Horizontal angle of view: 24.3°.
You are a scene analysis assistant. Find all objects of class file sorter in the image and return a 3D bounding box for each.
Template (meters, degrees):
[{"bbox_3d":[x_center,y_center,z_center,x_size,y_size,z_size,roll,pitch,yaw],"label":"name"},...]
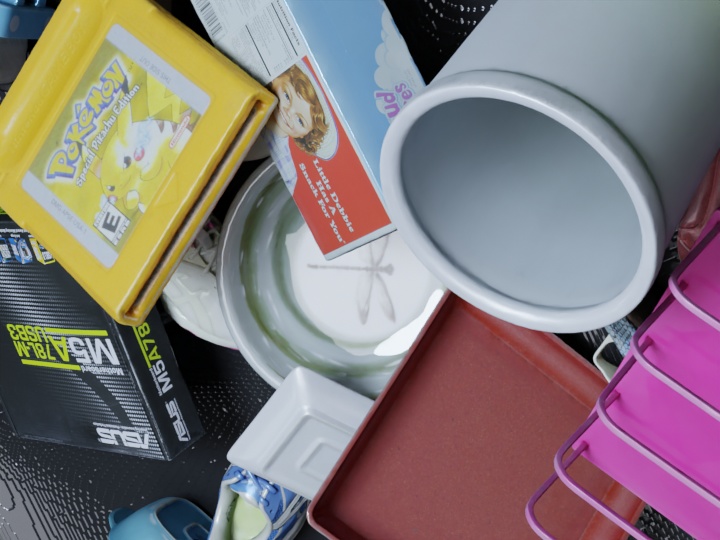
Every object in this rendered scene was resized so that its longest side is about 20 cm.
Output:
[{"bbox_3d":[0.205,0.095,0.992,0.139,0.125,0.201,35,123,15],"label":"file sorter"}]

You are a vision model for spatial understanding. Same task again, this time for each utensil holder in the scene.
[{"bbox_3d":[0.131,-0.093,0.981,0.169,0.200,0.171,21,139,20],"label":"utensil holder"}]

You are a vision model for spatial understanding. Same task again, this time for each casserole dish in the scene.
[{"bbox_3d":[-0.106,0.240,1.267,0.200,0.121,0.039,42,100,8],"label":"casserole dish"}]

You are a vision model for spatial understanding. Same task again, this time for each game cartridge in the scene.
[{"bbox_3d":[-0.165,-0.089,1.108,0.200,0.032,0.177,39,101,34],"label":"game cartridge"}]

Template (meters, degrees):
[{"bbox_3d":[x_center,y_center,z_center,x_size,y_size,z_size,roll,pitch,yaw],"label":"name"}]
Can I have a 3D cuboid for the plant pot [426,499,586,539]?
[{"bbox_3d":[0.091,0.259,1.167,0.202,0.200,0.093,66,158,-5],"label":"plant pot"}]

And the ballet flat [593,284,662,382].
[{"bbox_3d":[0.170,0.031,1.103,0.074,0.074,0.201,-33,88,29],"label":"ballet flat"}]

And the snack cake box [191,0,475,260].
[{"bbox_3d":[-0.020,-0.117,1.061,0.201,0.067,0.115,63,151,-2],"label":"snack cake box"}]

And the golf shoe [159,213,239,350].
[{"bbox_3d":[-0.122,-0.013,1.196,0.199,0.076,0.092,33,154,0],"label":"golf shoe"}]

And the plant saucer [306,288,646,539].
[{"bbox_3d":[0.086,0.136,1.106,0.200,0.200,0.037,38,163,-13],"label":"plant saucer"}]

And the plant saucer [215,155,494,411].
[{"bbox_3d":[0.000,0.000,1.165,0.198,0.050,0.202,1,98,9],"label":"plant saucer"}]

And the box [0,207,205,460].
[{"bbox_3d":[-0.223,0.042,1.246,0.199,0.047,0.195,3,117,44],"label":"box"}]

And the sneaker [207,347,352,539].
[{"bbox_3d":[-0.052,0.142,1.231,0.075,0.077,0.201,32,114,15],"label":"sneaker"}]

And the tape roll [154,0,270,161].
[{"bbox_3d":[-0.090,-0.176,1.159,0.201,0.037,0.205,3,101,16],"label":"tape roll"}]

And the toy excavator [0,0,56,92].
[{"bbox_3d":[-0.259,-0.226,1.215,0.193,0.100,0.202,17,103,18],"label":"toy excavator"}]

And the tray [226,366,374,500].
[{"bbox_3d":[0.014,0.146,1.176,0.199,0.022,0.108,27,124,-17],"label":"tray"}]

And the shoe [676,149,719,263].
[{"bbox_3d":[0.250,0.015,1.062,0.090,0.071,0.202,7,103,25],"label":"shoe"}]
